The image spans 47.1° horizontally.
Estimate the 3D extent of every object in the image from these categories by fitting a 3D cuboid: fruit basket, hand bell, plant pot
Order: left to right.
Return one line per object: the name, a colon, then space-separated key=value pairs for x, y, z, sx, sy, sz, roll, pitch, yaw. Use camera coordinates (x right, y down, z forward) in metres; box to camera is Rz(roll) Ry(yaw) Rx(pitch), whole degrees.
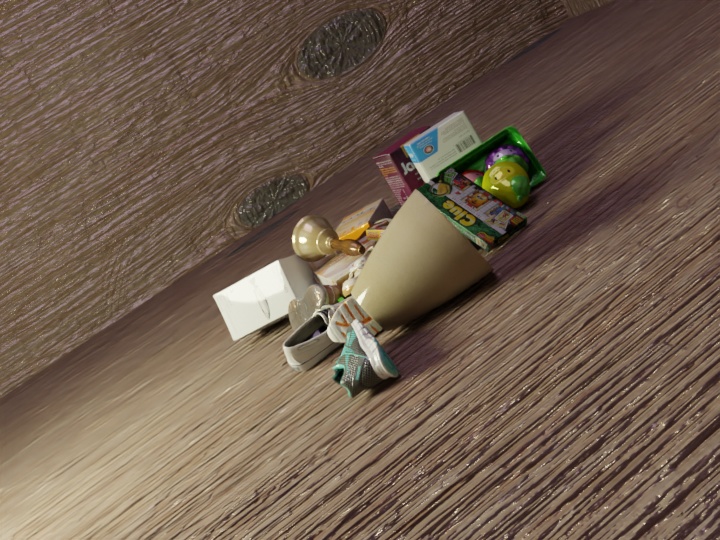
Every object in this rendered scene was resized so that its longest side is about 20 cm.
hand bell: x=-0.050 y=-0.058 z=1.735 sx=0.104 sy=0.104 sz=0.200 roll=-38 pitch=26 yaw=-23
hand bell: x=-0.019 y=-0.055 z=1.878 sx=0.200 sy=0.104 sz=0.104 roll=-35 pitch=12 yaw=11
plant pot: x=0.085 y=-0.001 z=1.382 sx=0.200 sy=0.187 sz=0.187 roll=-43 pitch=13 yaw=5
fruit basket: x=0.275 y=-0.187 z=1.686 sx=0.215 sy=0.156 sz=0.216 roll=-34 pitch=-4 yaw=-3

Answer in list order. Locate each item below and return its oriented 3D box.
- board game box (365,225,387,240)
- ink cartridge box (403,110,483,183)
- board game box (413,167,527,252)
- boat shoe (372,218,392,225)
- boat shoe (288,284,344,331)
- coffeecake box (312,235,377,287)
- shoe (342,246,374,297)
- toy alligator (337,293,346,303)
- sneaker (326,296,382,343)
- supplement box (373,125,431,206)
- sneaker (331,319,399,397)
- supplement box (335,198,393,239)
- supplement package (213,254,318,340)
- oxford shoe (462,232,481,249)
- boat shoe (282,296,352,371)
board game box: x=0.120 y=-0.092 z=1.744 sx=0.199 sy=0.030 sz=0.095 roll=-11 pitch=8 yaw=-31
ink cartridge box: x=0.210 y=-0.229 z=1.825 sx=0.146 sy=0.200 sz=0.084 roll=-32 pitch=11 yaw=-3
board game box: x=0.203 y=-0.117 z=1.546 sx=0.105 sy=0.024 sz=0.200 roll=-36 pitch=54 yaw=-22
boat shoe: x=0.072 y=-0.076 z=1.885 sx=0.200 sy=0.072 sz=0.076 roll=-14 pitch=37 yaw=55
boat shoe: x=-0.089 y=0.079 z=1.674 sx=0.072 sy=0.076 sz=0.200 roll=-10 pitch=-12 yaw=-28
coffeecake box: x=0.000 y=0.000 z=1.746 sx=0.153 sy=0.073 sz=0.200 roll=-34 pitch=14 yaw=-11
shoe: x=0.005 y=0.000 z=1.542 sx=0.070 sy=0.053 sz=0.200 roll=-33 pitch=3 yaw=24
toy alligator: x=-0.031 y=0.075 z=1.587 sx=0.200 sy=0.054 sz=0.059 roll=-35 pitch=13 yaw=-14
sneaker: x=0.023 y=0.067 z=1.477 sx=0.200 sy=0.078 sz=0.077 roll=-33 pitch=0 yaw=-22
supplement box: x=0.144 y=-0.215 z=1.921 sx=0.131 sy=0.200 sz=0.103 roll=-37 pitch=14 yaw=-16
sneaker: x=-0.009 y=0.137 z=1.281 sx=0.091 sy=0.078 sz=0.200 roll=-36 pitch=12 yaw=-2
supplement box: x=0.004 y=-0.099 z=2.094 sx=0.126 sy=0.074 sz=0.200 roll=-26 pitch=14 yaw=21
supplement package: x=-0.204 y=0.058 z=1.838 sx=0.200 sy=0.117 sz=0.117 roll=-28 pitch=-5 yaw=27
oxford shoe: x=0.192 y=-0.103 z=1.589 sx=0.072 sy=0.085 sz=0.200 roll=8 pitch=27 yaw=-15
boat shoe: x=-0.059 y=0.097 z=1.500 sx=0.200 sy=0.066 sz=0.072 roll=-37 pitch=40 yaw=-17
